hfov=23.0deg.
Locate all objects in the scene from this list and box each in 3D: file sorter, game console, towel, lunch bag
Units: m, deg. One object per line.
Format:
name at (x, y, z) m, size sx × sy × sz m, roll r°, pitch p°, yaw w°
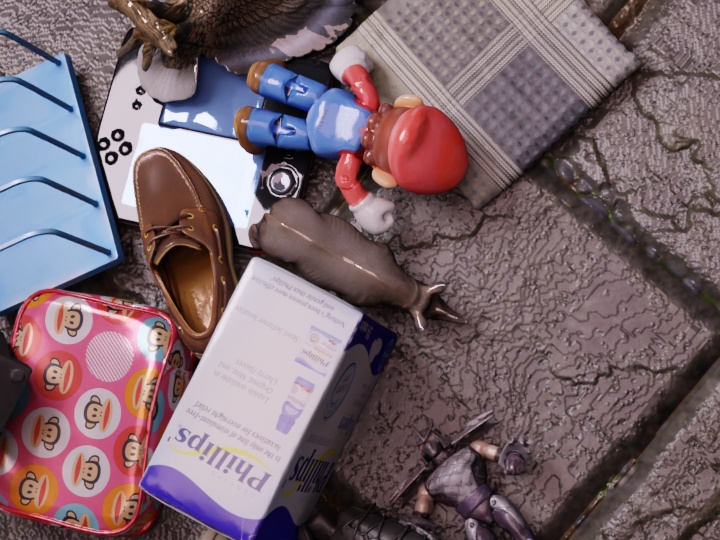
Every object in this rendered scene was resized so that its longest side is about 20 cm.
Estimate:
file sorter at (-0.311, -0.085, 1.516) m, size 0.138 × 0.123 × 0.202 m, roll -22°, pitch 72°, yaw 16°
game console at (-0.135, -0.115, 1.551) m, size 0.198 × 0.031 × 0.179 m, roll 12°, pitch 84°, yaw 12°
towel at (0.106, -0.183, 1.517) m, size 0.192 × 0.035 × 0.200 m, roll -42°, pitch 78°, yaw 6°
lunch bag at (-0.242, 0.119, 1.509) m, size 0.174 × 0.082 × 0.202 m, roll 11°, pitch 84°, yaw 13°

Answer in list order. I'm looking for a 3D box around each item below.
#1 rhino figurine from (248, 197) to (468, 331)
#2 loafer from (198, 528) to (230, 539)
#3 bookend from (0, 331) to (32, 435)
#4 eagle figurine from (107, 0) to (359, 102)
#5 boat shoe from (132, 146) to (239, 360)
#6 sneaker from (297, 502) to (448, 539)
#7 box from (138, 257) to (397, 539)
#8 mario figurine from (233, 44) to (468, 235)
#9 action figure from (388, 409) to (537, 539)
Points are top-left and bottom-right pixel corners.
rhino figurine at (0.000, 0.000, 1.468) m, size 0.199 × 0.087 × 0.060 m, roll 28°, pitch 85°, yaw -1°
loafer at (-0.118, 0.306, 1.443) m, size 0.068 × 0.076 × 0.202 m, roll 11°, pitch 55°, yaw -8°
bookend at (-0.393, 0.057, 1.489) m, size 0.198 × 0.200 × 0.093 m, roll 27°, pitch 94°, yaw -20°
eagle figurine at (-0.112, -0.242, 1.522) m, size 0.199 × 0.150 × 0.153 m, roll -30°, pitch 111°, yaw -32°
boat shoe at (-0.146, -0.020, 1.483) m, size 0.071 × 0.068 × 0.202 m, roll -24°, pitch 70°, yaw 8°
sneaker at (0.022, 0.228, 1.398) m, size 0.199 × 0.076 × 0.092 m, roll -11°, pitch 100°, yaw 38°
box at (-0.068, 0.110, 1.424) m, size 0.104 × 0.184 × 0.201 m, roll 26°, pitch 88°, yaw 12°
mario figurine at (-0.001, -0.110, 1.491) m, size 0.198 × 0.106 × 0.124 m, roll 19°, pitch 125°, yaw 19°
action figure at (0.104, 0.199, 1.435) m, size 0.130 × 0.069 × 0.200 m, roll -44°, pitch 71°, yaw 15°
